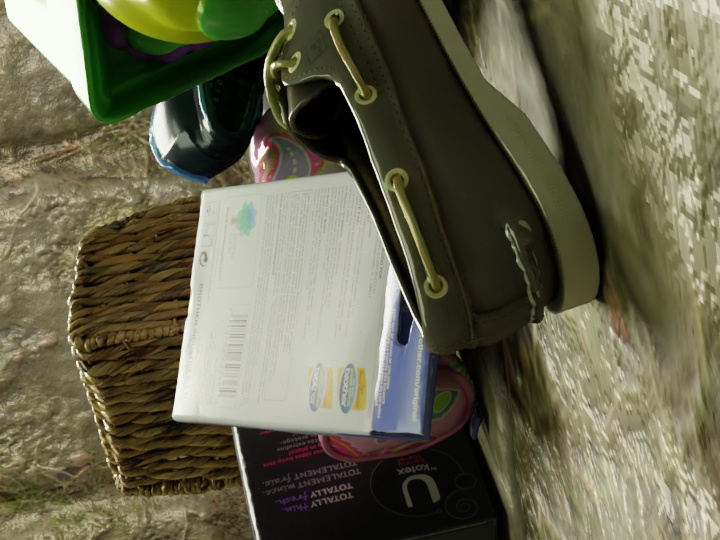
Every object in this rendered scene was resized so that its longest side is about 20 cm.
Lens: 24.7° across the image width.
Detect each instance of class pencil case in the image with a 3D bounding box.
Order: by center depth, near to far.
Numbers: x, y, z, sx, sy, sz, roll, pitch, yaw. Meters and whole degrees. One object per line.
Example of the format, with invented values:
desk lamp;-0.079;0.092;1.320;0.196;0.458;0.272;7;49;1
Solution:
pencil case;0.000;0.000;0.847;0.087;0.087;0.200;85;171;-53

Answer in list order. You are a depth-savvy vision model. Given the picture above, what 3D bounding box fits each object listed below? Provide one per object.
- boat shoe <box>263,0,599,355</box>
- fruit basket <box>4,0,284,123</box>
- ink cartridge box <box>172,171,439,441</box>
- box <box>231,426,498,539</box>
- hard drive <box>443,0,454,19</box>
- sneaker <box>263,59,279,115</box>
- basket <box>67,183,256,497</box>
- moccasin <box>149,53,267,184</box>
boat shoe;0.004;-0.061;0.550;0.202;0.060;0.072;58;167;27
fruit basket;-0.076;-0.164;0.703;0.216;0.155;0.216;28;134;34
ink cartridge box;-0.016;0.016;0.760;0.200;0.042;0.119;-4;77;55
box;-0.003;0.115;0.906;0.200;0.122;0.106;-108;8;-52
hard drive;0.003;-0.142;0.686;0.200;0.042;0.135;92;164;-67
sneaker;-0.044;-0.164;0.998;0.087;0.075;0.200;-121;18;-55
basket;-0.076;0.042;1.065;0.143;0.200;0.149;-96;-4;-50
moccasin;-0.060;-0.144;0.878;0.068;0.080;0.200;-24;59;56
